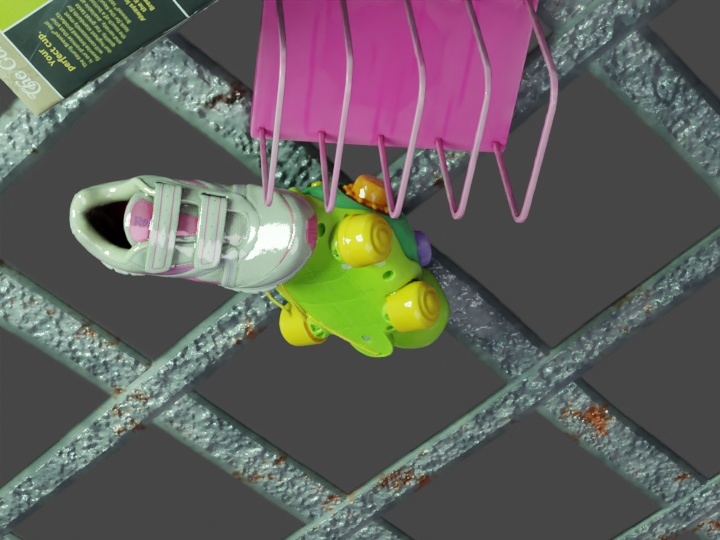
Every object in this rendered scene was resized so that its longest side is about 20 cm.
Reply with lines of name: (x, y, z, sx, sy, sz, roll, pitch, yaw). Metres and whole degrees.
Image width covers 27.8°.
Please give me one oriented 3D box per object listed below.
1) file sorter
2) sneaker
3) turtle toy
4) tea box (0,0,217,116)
file sorter: (0.028, -0.118, 1.032, 0.198, 0.126, 0.140, 2, 129, -9)
sneaker: (-0.129, -0.027, 1.062, 0.198, 0.082, 0.088, -1, 174, 21)
turtle toy: (0.000, 0.000, 1.138, 0.145, 0.102, 0.200, -8, 135, 35)
tea box: (-0.186, -0.243, 0.900, 0.196, 0.134, 0.200, -29, 126, 15)
